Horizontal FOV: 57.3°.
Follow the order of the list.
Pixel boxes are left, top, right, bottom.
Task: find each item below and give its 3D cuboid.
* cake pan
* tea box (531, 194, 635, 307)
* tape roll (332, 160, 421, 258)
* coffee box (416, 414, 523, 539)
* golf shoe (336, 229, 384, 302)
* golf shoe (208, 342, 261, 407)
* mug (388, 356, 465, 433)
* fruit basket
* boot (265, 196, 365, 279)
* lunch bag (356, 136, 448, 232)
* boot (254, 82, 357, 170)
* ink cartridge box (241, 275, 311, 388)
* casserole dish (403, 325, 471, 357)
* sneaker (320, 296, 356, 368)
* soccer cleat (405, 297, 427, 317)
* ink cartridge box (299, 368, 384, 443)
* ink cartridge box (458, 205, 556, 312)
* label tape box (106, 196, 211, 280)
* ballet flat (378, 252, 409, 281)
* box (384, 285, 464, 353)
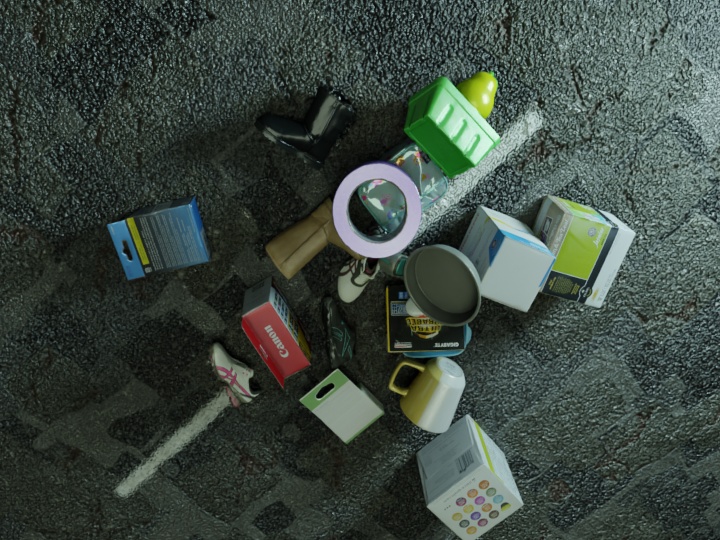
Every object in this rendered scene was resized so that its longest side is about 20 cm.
[{"bbox_3d":[0.187,0.029,1.476,0.196,0.037,0.205,22,130,28],"label":"cake pan"},{"bbox_3d":[0.513,-0.047,1.589,0.191,0.134,0.205,14,112,-12],"label":"tea box"},{"bbox_3d":[0.036,-0.134,1.444,0.193,0.066,0.207,0,103,0],"label":"tape roll"},{"bbox_3d":[0.295,0.573,1.813,0.198,0.201,0.198,-39,113,13],"label":"coffee box"},{"bbox_3d":[0.000,0.000,1.588,0.075,0.089,0.203,22,112,-16],"label":"golf shoe"},{"bbox_3d":[-0.323,0.255,1.684,0.090,0.073,0.203,-23,125,-2],"label":"golf shoe"},{"bbox_3d":[0.184,0.309,1.700,0.182,0.150,0.156,11,117,-33],"label":"mug"},{"bbox_3d":[0.216,-0.341,1.445,0.210,0.154,0.223,8,75,-31],"label":"fruit basket"},{"bbox_3d":[-0.102,-0.048,1.551,0.198,0.066,0.177,-37,80,10],"label":"boot"},{"bbox_3d":[0.100,-0.195,1.513,0.198,0.078,0.161,-36,113,11],"label":"lunch bag"},{"bbox_3d":[-0.113,-0.330,1.435,0.195,0.074,0.164,29,111,-24],"label":"boot"},{"bbox_3d":[-0.200,0.149,1.586,0.082,0.177,0.203,-27,115,8],"label":"ink cartridge box"},{"bbox_3d":[0.188,0.162,1.706,0.193,0.039,0.125,-2,114,-5],"label":"casserole dish"},{"bbox_3d":[-0.055,0.150,1.669,0.077,0.076,0.205,-14,123,-13],"label":"sneaker"},{"bbox_3d":[0.202,0.063,1.577,0.194,0.085,0.071,-11,75,-10],"label":"soccer cleat"},{"bbox_3d":[-0.050,0.355,1.765,0.145,0.048,0.200,-39,112,12],"label":"ink cartridge box"},{"bbox_3d":[0.333,-0.032,1.542,0.141,0.201,0.150,18,112,-16],"label":"ink cartridge box"},{"bbox_3d":[-0.461,-0.075,1.521,0.194,0.064,0.148,-12,116,0],"label":"label tape box"},{"bbox_3d":[0.098,-0.013,1.572,0.063,0.199,0.069,25,92,25],"label":"ballet flat"},{"bbox_3d":[0.158,0.120,1.637,0.193,0.049,0.165,0,81,-5],"label":"box"}]
